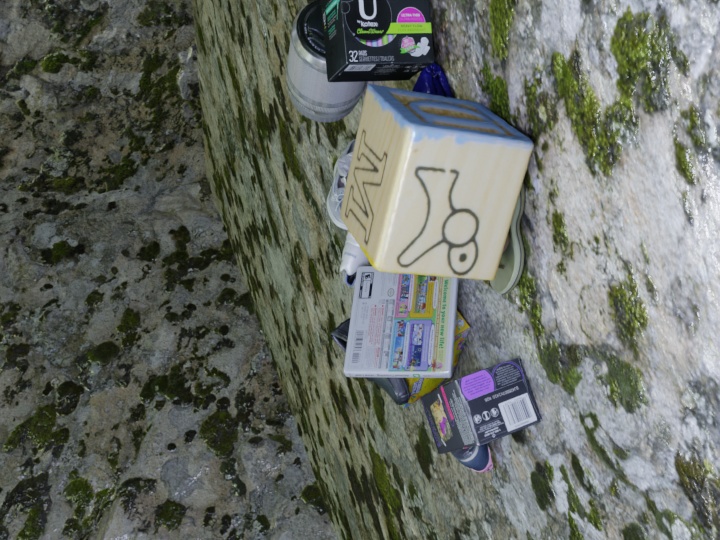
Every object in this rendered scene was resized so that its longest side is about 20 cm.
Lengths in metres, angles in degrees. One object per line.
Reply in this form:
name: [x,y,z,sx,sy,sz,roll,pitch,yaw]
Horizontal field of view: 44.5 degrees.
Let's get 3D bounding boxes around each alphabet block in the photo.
alphabet block: [0.098,-0.123,1.221,0.197,0.191,0.204,-121,41,-59]

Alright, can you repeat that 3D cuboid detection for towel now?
towel: [0.107,-0.231,1.449,0.200,0.049,0.150,121,132,-68]

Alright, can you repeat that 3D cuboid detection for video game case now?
video game case: [0.071,0.083,1.475,0.022,0.178,0.204,64,-151,-55]

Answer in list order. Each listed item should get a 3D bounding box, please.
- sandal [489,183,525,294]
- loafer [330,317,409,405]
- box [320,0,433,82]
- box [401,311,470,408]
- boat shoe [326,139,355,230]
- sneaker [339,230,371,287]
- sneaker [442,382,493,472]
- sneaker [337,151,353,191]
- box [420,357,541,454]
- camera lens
sandal: [0.197,-0.060,1.276,0.080,0.056,0.205,-133,33,-54]
loafer: [0.017,0.169,1.587,0.201,0.069,0.069,50,156,32]
box: [0.021,-0.408,1.364,0.124,0.145,0.205,174,92,-73]
box: [0.086,0.109,1.625,0.194,0.120,0.202,53,157,26]
boat shoe: [-0.021,-0.163,1.690,0.065,0.073,0.205,114,166,-48]
sneaker: [0.000,0.000,1.643,0.073,0.088,0.200,19,163,25]
sneaker: [0.188,0.292,1.616,0.082,0.070,0.201,42,-162,-29]
sneaker: [0.018,-0.102,1.558,0.201,0.078,0.131,61,175,40]
box: [0.191,0.225,1.434,0.200,0.120,0.108,129,123,-71]
camera lens: [-0.059,-0.398,1.667,0.201,0.157,0.163,112,140,-64]
